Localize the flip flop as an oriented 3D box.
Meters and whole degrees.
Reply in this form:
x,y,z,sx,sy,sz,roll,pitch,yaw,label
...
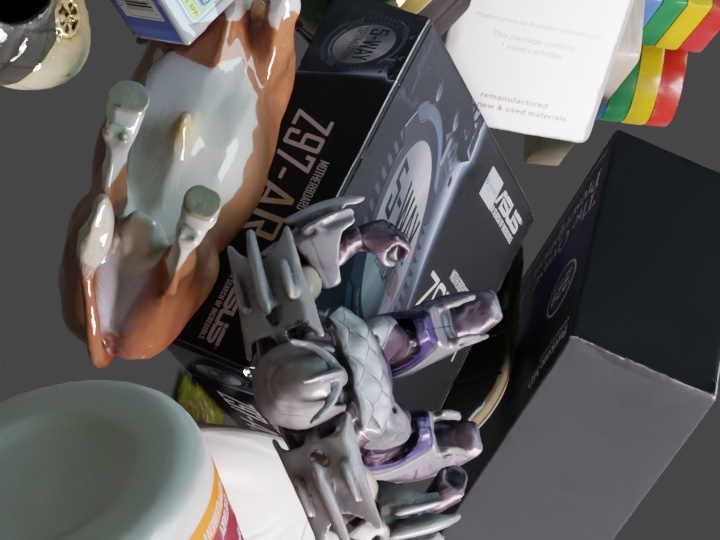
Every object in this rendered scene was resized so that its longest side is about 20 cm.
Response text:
x,y,z,sx,sy,sz,roll,pitch,yaw,label
0.035,0.039,1.386,0.200,0.081,0.058,-71,162,-58,flip flop

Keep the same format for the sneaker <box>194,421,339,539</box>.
x,y,z,sx,sy,sz,roll,pitch,yaw,label
-0.045,0.119,1.145,0.200,0.070,0.081,57,38,-55,sneaker

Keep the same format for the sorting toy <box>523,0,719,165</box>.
x,y,z,sx,sy,sz,roll,pitch,yaw,label
0.137,-0.169,1.459,0.199,0.069,0.201,122,-26,-75,sorting toy

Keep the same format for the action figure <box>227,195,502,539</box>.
x,y,z,sx,sy,sz,roll,pitch,yaw,label
0.004,0.039,1.102,0.200,0.069,0.131,12,71,-76,action figure

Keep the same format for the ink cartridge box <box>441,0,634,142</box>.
x,y,z,sx,sy,sz,roll,pitch,yaw,label
0.079,-0.183,1.334,0.146,0.082,0.201,-107,-151,-58,ink cartridge box

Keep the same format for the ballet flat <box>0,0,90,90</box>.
x,y,z,sx,sy,sz,roll,pitch,yaw,label
-0.130,-0.122,0.961,0.200,0.057,0.067,60,34,-52,ballet flat

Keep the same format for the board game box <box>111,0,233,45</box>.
x,y,z,sx,sy,sz,roll,pitch,yaw,label
-0.051,-0.217,1.007,0.199,0.043,0.200,-45,121,-21,board game box

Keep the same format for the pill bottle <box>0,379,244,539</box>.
x,y,z,sx,sy,sz,roll,pitch,yaw,label
-0.077,0.144,0.990,0.110,0.109,0.200,-70,149,-48,pill bottle

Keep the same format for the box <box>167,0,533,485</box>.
x,y,z,sx,sy,sz,roll,pitch,yaw,label
0.000,0.000,1.225,0.161,0.043,0.200,-63,156,-14,box

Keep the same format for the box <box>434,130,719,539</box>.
x,y,z,sx,sy,sz,roll,pitch,yaw,label
0.104,0.055,1.411,0.200,0.079,0.141,119,-12,-45,box

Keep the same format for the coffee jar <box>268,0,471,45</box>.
x,y,z,sx,sy,sz,roll,pitch,yaw,label
-0.023,-0.166,1.197,0.104,0.085,0.200,48,-4,33,coffee jar

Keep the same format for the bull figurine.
x,y,z,sx,sy,sz,roll,pitch,yaw,label
-0.060,-0.061,1.094,0.122,0.065,0.201,109,-4,-61,bull figurine
